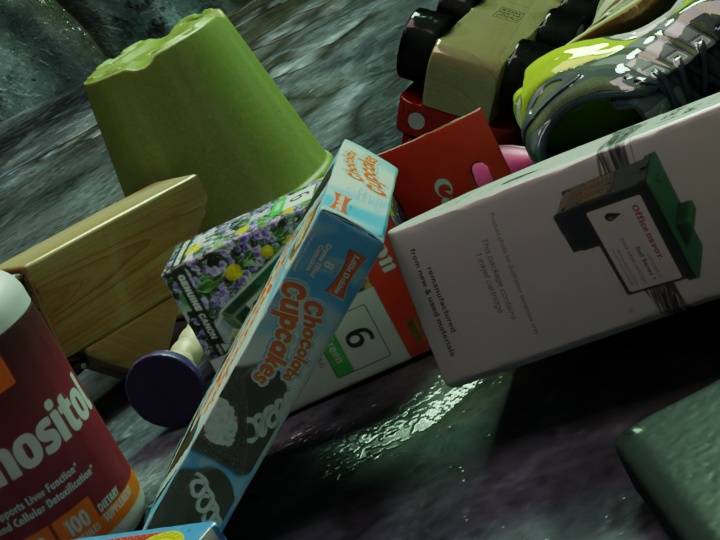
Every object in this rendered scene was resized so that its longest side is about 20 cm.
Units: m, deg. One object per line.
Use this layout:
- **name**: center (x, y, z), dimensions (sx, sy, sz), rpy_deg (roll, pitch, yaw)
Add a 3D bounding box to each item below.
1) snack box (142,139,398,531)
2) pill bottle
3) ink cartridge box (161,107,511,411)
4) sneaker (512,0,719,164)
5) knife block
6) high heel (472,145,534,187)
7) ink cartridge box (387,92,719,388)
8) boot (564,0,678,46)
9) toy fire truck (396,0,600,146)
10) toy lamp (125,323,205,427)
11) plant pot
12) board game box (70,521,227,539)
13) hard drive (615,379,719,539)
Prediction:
- **snack box**: center (-0.044, 0.041, 0.777), dimensions (0.201, 0.037, 0.116), rpy_deg (-60, 6, 20)
- **pill bottle**: center (-0.209, 0.074, 0.835), dimensions (0.113, 0.201, 0.113), rpy_deg (-26, 17, 8)
- **ink cartridge box**: center (0.000, 0.000, 0.882), dimensions (0.199, 0.109, 0.050), rpy_deg (-24, 17, 13)
- **sneaker**: center (0.173, -0.102, 0.832), dimensions (0.199, 0.074, 0.081), rpy_deg (-27, 27, 24)
- **knife block**: center (-0.210, 0.005, 1.057), dimensions (0.064, 0.175, 0.201), rpy_deg (-5, 67, 51)
- **high heel**: center (0.027, -0.016, 0.945), dimensions (0.199, 0.068, 0.096), rpy_deg (-21, 8, 40)
- **ink cartridge box**: center (0.135, -0.026, 0.738), dimensions (0.199, 0.085, 0.146), rpy_deg (-21, 2, 23)
- **boot**: center (0.211, -0.169, 0.930), dimensions (0.199, 0.072, 0.155), rpy_deg (-27, 15, 34)
- **toy fire truck**: center (0.070, -0.095, 1.060), dimensions (0.128, 0.201, 0.176), rpy_deg (18, 32, 15)
- **toy lamp**: center (-0.102, 0.033, 1.043), dimensions (0.058, 0.058, 0.200), rpy_deg (-22, 19, 18)
- **plant pot**: center (-0.121, -0.094, 1.215), dimensions (0.199, 0.191, 0.200), rpy_deg (-26, 16, 8)
- **board game box**: center (-0.168, 0.197, 0.659), dimensions (0.199, 0.056, 0.196), rpy_deg (-15, 22, 38)
- **hard drive**: center (0.177, 0.072, 0.525), dimensions (0.139, 0.033, 0.200), rpy_deg (-28, 17, 2)
